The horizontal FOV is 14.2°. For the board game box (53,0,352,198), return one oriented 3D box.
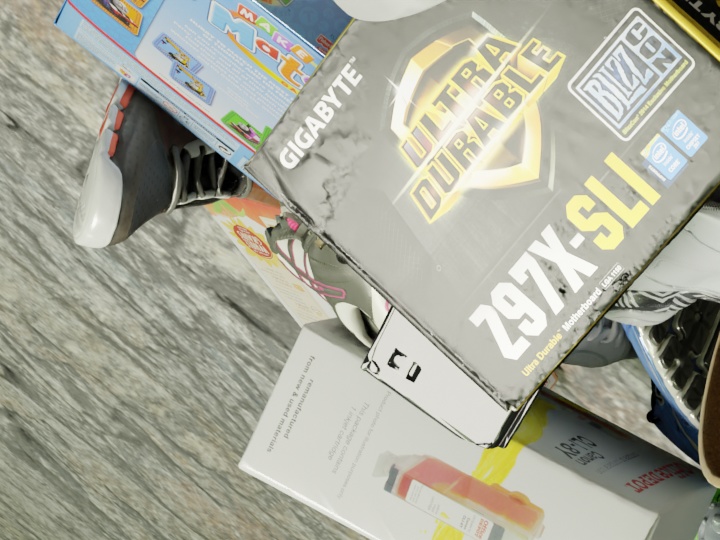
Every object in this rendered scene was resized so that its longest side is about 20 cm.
[{"bbox_3d":[-0.062,-0.108,1.337,0.151,0.037,0.200,38,163,-3],"label":"board game box"}]

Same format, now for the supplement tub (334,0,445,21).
[{"bbox_3d":[-0.019,-0.202,1.033,0.200,0.145,0.145,47,158,-28],"label":"supplement tub"}]

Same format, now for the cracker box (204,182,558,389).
[{"bbox_3d":[0.008,0.006,1.607,0.134,0.058,0.200,17,152,46],"label":"cracker box"}]

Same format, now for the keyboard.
[{"bbox_3d":[0.050,-0.022,1.251,0.127,0.021,0.200,35,126,11],"label":"keyboard"}]

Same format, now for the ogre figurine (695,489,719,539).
[{"bbox_3d":[0.211,0.173,1.587,0.120,0.098,0.200,29,175,-14],"label":"ogre figurine"}]

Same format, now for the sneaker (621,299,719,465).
[{"bbox_3d":[0.167,0.055,1.412,0.089,0.079,0.200,13,150,45],"label":"sneaker"}]

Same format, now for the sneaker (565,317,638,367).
[{"bbox_3d":[0.092,0.014,1.404,0.081,0.075,0.200,12,180,18],"label":"sneaker"}]

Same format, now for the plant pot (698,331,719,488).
[{"bbox_3d":[0.258,0.035,1.094,0.200,0.187,0.186,24,163,-8],"label":"plant pot"}]

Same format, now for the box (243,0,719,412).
[{"bbox_3d":[0.065,-0.061,1.181,0.160,0.049,0.200,42,127,4],"label":"box"}]

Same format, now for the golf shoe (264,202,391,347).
[{"bbox_3d":[0.000,0.000,1.400,0.200,0.077,0.088,75,175,-83],"label":"golf shoe"}]

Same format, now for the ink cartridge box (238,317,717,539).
[{"bbox_3d":[0.063,0.101,1.428,0.200,0.083,0.145,28,-169,16],"label":"ink cartridge box"}]

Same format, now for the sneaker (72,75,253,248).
[{"bbox_3d":[-0.087,-0.066,1.476,0.082,0.200,0.077,23,122,2],"label":"sneaker"}]

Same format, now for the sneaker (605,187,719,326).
[{"bbox_3d":[0.145,-0.030,1.265,0.200,0.075,0.115,15,150,38],"label":"sneaker"}]
